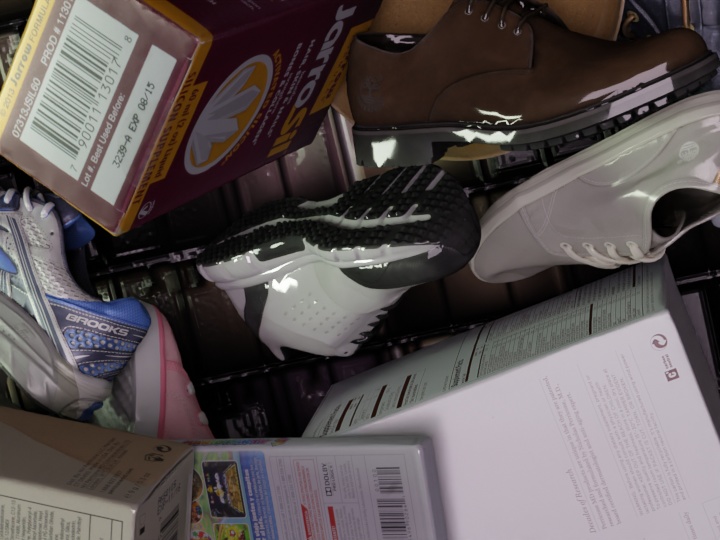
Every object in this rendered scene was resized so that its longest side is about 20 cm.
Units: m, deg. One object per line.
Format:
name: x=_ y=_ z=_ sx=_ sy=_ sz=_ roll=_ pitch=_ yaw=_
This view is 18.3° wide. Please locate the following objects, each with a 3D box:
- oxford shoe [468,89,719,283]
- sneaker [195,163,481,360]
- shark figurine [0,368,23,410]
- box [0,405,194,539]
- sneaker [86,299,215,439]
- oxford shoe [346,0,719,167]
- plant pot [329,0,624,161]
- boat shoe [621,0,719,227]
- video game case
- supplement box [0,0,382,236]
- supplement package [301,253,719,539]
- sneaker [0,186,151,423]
oxford shoe: x=0.126 y=-0.027 z=1.119 sx=0.200 sy=0.075 sz=0.058 roll=-29 pitch=68 yaw=45
sneaker: x=0.000 y=0.000 z=1.145 sx=0.074 sy=0.199 sz=0.080 roll=-43 pitch=109 yaw=-31
shark figurine: x=-0.233 y=0.049 z=1.208 sx=0.214 sy=0.128 sz=0.090 roll=39 pitch=67 yaw=-19
box: x=-0.188 y=0.121 z=1.091 sx=0.199 sy=0.078 sz=0.096 roll=12 pitch=112 yaw=14
sneaker: x=-0.094 y=0.118 z=1.221 sx=0.104 sy=0.075 sz=0.202 roll=3 pitch=78 yaw=-31
oxford shoe: x=0.076 y=-0.102 z=1.081 sx=0.199 sy=0.073 sz=0.085 roll=-5 pitch=102 yaw=28
plant pot: x=0.045 y=-0.157 z=1.136 sx=0.199 sy=0.027 sz=0.201 roll=9 pitch=111 yaw=24
boat shoe: x=0.163 y=-0.123 z=1.139 sx=0.090 sy=0.071 sz=0.202 roll=4 pitch=100 yaw=14
video game case: x=-0.048 y=0.153 z=1.105 sx=0.199 sy=0.018 sz=0.144 roll=-3 pitch=105 yaw=24
supplement box: x=-0.079 y=-0.106 z=1.084 sx=0.085 sy=0.200 sz=0.111 roll=35 pitch=118 yaw=14
supplement package: x=0.100 y=0.125 z=1.153 sx=0.199 sy=0.147 sz=0.192 roll=-21 pitch=98 yaw=11
sneaker: x=-0.187 y=-0.015 z=1.191 sx=0.085 sy=0.077 sz=0.200 roll=-45 pitch=79 yaw=4
